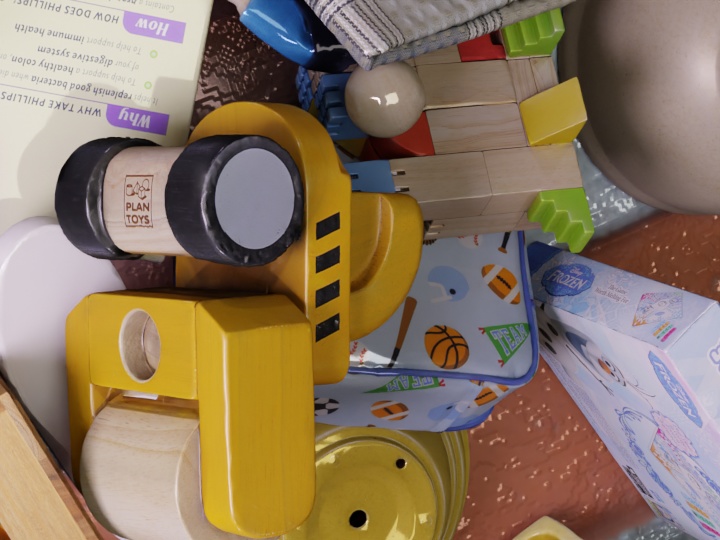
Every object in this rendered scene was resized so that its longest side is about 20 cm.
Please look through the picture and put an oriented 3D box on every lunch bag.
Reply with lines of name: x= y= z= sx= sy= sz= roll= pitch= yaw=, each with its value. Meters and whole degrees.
lunch bag: x=0.000 y=0.000 z=1.015 sx=0.199 sy=0.076 sz=0.161 roll=7 pitch=60 yaw=-24

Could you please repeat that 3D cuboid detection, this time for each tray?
tray: x=-0.175 y=0.082 z=0.916 sx=0.037 sy=0.200 sz=0.099 roll=-32 pitch=110 yaw=-11

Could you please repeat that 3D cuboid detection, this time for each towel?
towel: x=0.015 y=-0.196 z=0.941 sx=0.200 sy=0.035 sz=0.193 roll=-25 pitch=71 yaw=-43

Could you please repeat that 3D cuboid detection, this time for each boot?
boot: x=-0.150 y=0.047 z=0.952 sx=0.073 sy=0.090 sz=0.201 roll=-32 pitch=128 yaw=-21

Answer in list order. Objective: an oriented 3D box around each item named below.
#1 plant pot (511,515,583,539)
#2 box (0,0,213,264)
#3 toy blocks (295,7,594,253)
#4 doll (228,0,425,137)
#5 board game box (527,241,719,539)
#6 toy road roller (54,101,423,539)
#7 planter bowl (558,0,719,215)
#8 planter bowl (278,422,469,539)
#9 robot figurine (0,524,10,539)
plant pot: x=0.127 y=0.303 z=1.091 sx=0.195 sy=0.194 sz=0.200 roll=-40 pitch=121 yaw=-10
box: x=-0.172 y=-0.120 z=0.937 sx=0.175 sy=0.097 sz=0.201 roll=8 pitch=96 yaw=-23
toy blocks: x=0.030 y=-0.095 z=0.997 sx=0.136 sy=0.100 sz=0.201 roll=-5 pitch=68 yaw=-15
doll: x=-0.010 y=-0.155 z=0.957 sx=0.136 sy=0.049 sz=0.201 roll=-9 pitch=62 yaw=-21
board game box: x=0.181 y=0.084 z=1.059 sx=0.043 sy=0.199 sz=0.200 roll=-41 pitch=112 yaw=-10
toy road roller: x=-0.047 y=0.024 z=0.872 sx=0.145 sy=0.123 sz=0.201 roll=-1 pitch=93 yaw=-41
planter bowl: x=0.229 y=-0.122 z=1.076 sx=0.199 sy=0.135 sz=0.202 roll=-4 pitch=102 yaw=-20
planter bowl: x=-0.014 y=0.127 z=1.053 sx=0.199 sy=0.083 sz=0.202 roll=-4 pitch=101 yaw=-22
robot figurine: x=-0.230 y=0.178 z=0.990 sx=0.200 sy=0.058 sz=0.145 roll=41 pitch=83 yaw=-24
